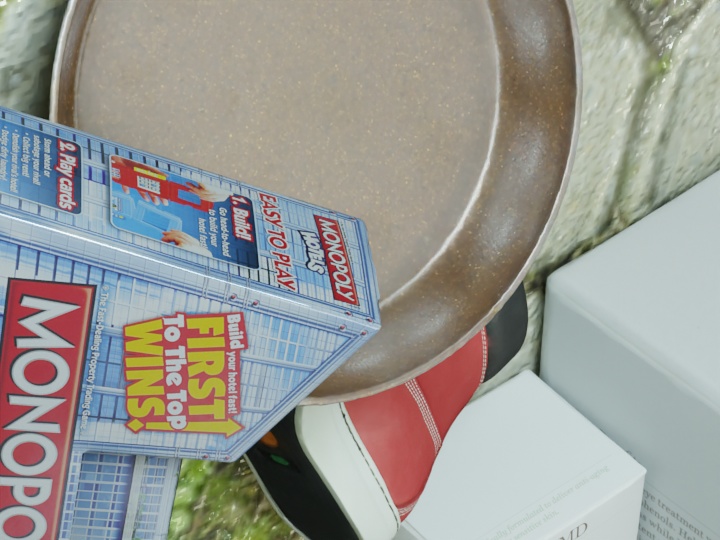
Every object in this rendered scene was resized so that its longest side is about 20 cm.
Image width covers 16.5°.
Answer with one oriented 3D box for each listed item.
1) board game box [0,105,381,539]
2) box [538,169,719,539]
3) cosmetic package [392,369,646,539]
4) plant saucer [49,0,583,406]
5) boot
[{"bbox_3d":[-0.102,0.033,0.759,0.200,0.062,0.200,5,125,-9],"label":"board game box"},{"bbox_3d":[0.213,0.068,1.125,0.200,0.199,0.171,-31,142,-29],"label":"box"},{"bbox_3d":[0.058,0.156,1.133,0.108,0.085,0.200,-30,142,-27],"label":"cosmetic package"},{"bbox_3d":[-0.017,-0.056,0.828,0.200,0.034,0.201,-6,102,-30],"label":"plant saucer"},{"bbox_3d":[0.000,0.000,0.944,0.144,0.072,0.200,-52,142,-23],"label":"boot"}]
